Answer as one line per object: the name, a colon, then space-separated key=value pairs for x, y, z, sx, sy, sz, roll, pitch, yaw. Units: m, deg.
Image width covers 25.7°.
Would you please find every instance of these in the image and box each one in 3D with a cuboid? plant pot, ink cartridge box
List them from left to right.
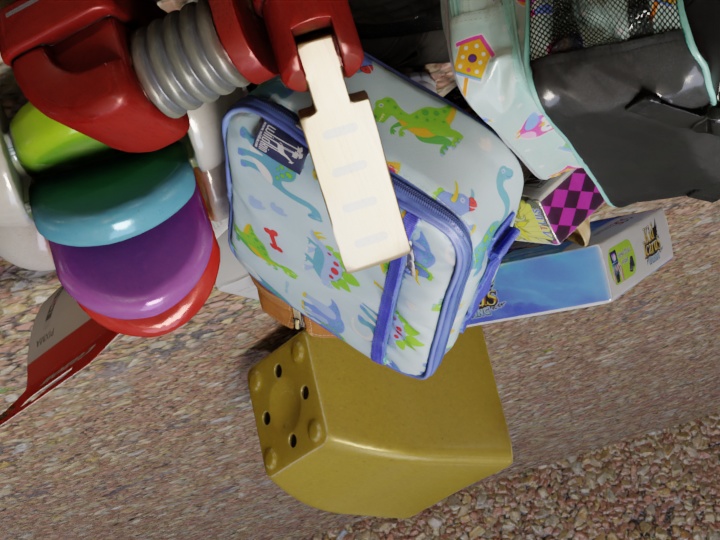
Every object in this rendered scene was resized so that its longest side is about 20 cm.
ink cartridge box: x=-0.185 y=0.021 z=1.096 sx=0.162 sy=0.057 sz=0.200 roll=-33 pitch=-173 yaw=41
plant pot: x=0.001 y=0.135 z=1.592 sx=0.198 sy=0.196 sz=0.195 roll=3 pitch=154 yaw=-36

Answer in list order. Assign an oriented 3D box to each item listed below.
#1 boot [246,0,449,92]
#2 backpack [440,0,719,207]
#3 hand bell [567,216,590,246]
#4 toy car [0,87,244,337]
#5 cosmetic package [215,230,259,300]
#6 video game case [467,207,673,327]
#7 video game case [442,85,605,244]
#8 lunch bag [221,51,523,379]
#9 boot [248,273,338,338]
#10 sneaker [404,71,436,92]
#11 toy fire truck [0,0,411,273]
boot: x=0.036 y=-0.144 z=0.958 sx=0.198 sy=0.071 sz=0.132 roll=2 pitch=159 yaw=-24
backpack: x=0.125 y=-0.147 z=0.788 sx=0.152 sy=0.202 sz=0.176 roll=-3 pitch=162 yaw=27
hand bell: x=0.180 y=-0.125 z=1.067 sx=0.200 sy=0.104 sz=0.104 roll=-48 pitch=163 yaw=-3
toy car: x=-0.141 y=-0.038 z=0.934 sx=0.173 sy=0.151 sz=0.200 roll=-16 pitch=163 yaw=-5
cosmetic package: x=-0.033 y=-0.021 z=1.243 sx=0.101 sy=0.075 sz=0.200 roll=-24 pitch=161 yaw=22
video game case: x=0.118 y=0.002 z=1.195 sx=0.198 sy=0.046 sz=0.181 roll=-11 pitch=-175 yaw=26
video game case: x=0.111 y=-0.090 z=0.956 sx=0.200 sy=0.036 sz=0.180 roll=-41 pitch=-151 yaw=-28
lunch bag: x=0.004 y=-0.030 z=0.877 sx=0.083 sy=0.160 sz=0.200 roll=-53 pitch=170 yaw=-24
boot: x=0.000 y=0.000 z=1.065 sx=0.198 sy=0.077 sz=0.156 roll=16 pitch=140 yaw=19
sneaker: x=0.040 y=-0.079 z=1.110 sx=0.074 sy=0.088 sz=0.200 roll=-22 pitch=162 yaw=20
toy fire truck: x=-0.064 y=-0.094 z=0.746 sx=0.175 sy=0.202 sz=0.129 roll=-23 pitch=162 yaw=17
